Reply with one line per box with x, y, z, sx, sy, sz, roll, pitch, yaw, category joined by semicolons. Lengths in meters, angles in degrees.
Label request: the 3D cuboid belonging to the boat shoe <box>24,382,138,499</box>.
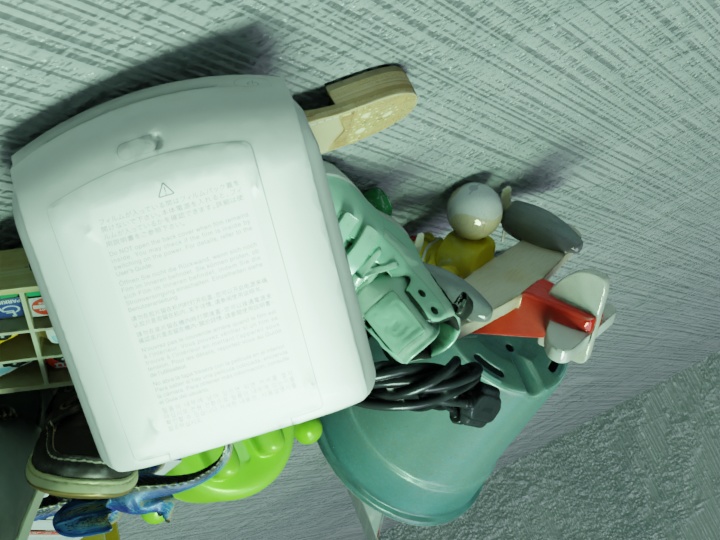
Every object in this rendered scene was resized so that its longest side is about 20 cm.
-0.172;0.094;1.018;0.072;0.066;0.200;7;-172;-7;boat shoe

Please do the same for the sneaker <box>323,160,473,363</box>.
0.000;0.000;1.057;0.074;0.119;0.200;-46;147;15;sneaker

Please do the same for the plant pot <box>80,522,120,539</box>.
-0.308;0.284;1.456;0.174;0.202;0.200;-11;163;-7;plant pot

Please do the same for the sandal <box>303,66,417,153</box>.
-0.052;-0.050;0.942;0.210;0.070;0.078;-24;164;-11;sandal

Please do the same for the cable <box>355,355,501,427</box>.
0.016;0.079;1.188;0.161;0.051;0.200;10;177;21;cable

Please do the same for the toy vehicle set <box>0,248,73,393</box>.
-0.164;0.027;0.949;0.197;0.027;0.125;-7;150;-6;toy vehicle set

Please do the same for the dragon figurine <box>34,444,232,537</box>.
-0.184;0.155;1.116;0.198;0.060;0.099;-10;174;33;dragon figurine

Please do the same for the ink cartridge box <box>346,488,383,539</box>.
0.025;0.320;2.079;0.047;0.202;0.160;-22;165;-8;ink cartridge box

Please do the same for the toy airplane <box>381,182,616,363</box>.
0.105;0.001;1.249;0.197;0.143;0.200;-10;-164;-9;toy airplane

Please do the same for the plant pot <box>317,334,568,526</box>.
0.085;0.105;1.502;0.199;0.201;0.196;-12;152;-43;plant pot

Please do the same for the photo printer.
-0.090;-0.003;0.855;0.165;0.202;0.070;-17;-151;-3;photo printer

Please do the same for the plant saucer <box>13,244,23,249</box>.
-0.183;0.023;1.039;0.199;0.039;0.201;-25;166;-7;plant saucer

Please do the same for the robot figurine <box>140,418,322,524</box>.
-0.125;0.136;1.335;0.174;0.117;0.200;-28;180;-21;robot figurine

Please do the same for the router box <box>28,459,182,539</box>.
-0.269;0.158;1.237;0.199;0.049;0.179;9;145;-40;router box

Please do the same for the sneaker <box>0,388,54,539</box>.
-0.246;0.103;1.042;0.074;0.201;0.107;-7;127;3;sneaker

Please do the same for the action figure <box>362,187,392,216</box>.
-0.035;0.007;1.205;0.117;0.055;0.200;-7;149;-47;action figure
